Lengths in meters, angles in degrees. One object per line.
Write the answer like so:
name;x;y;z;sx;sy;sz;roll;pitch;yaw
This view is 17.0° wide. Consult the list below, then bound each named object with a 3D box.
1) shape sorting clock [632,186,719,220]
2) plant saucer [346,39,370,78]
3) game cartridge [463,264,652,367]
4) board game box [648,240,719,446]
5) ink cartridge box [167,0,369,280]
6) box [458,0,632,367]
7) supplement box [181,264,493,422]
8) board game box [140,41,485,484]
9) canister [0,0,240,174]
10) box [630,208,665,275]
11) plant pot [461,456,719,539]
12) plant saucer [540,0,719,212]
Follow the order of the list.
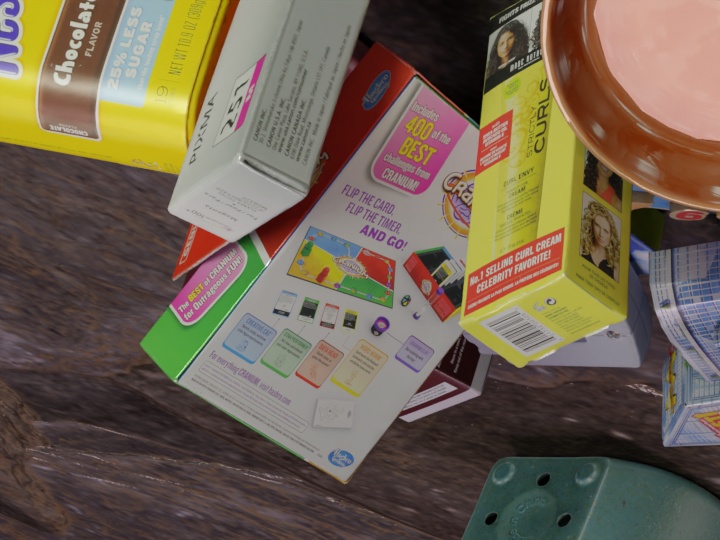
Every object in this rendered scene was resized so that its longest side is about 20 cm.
shape sorting clock;0.198;-0.048;1.304;0.198;0.040;0.200;4;168;1
plant saucer;-0.072;-0.102;1.447;0.199;0.051;0.201;17;157;7
game cartridge;0.090;-0.006;1.433;0.132;0.041;0.200;4;151;37
board game box;0.254;0.048;1.445;0.199;0.062;0.200;-11;150;27
ink cartridge box;-0.050;-0.109;1.220;0.043;0.201;0.173;26;156;-19
box;0.097;-0.055;1.216;0.050;0.201;0.075;33;138;-32
supplement box;-0.015;0.031;1.683;0.199;0.061;0.109;27;155;-21
board game box;0.000;0.000;1.274;0.153;0.200;0.040;36;-176;-45
canister;-0.162;-0.135;1.322;0.198;0.149;0.087;11;156;14
box;0.090;-0.032;1.479;0.122;0.048;0.199;33;152;-32
plant pot;0.177;0.247;1.864;0.195;0.197;0.200;-4;140;43
plant saucer;0.184;-0.118;1.135;0.199;0.032;0.201;3;125;4
